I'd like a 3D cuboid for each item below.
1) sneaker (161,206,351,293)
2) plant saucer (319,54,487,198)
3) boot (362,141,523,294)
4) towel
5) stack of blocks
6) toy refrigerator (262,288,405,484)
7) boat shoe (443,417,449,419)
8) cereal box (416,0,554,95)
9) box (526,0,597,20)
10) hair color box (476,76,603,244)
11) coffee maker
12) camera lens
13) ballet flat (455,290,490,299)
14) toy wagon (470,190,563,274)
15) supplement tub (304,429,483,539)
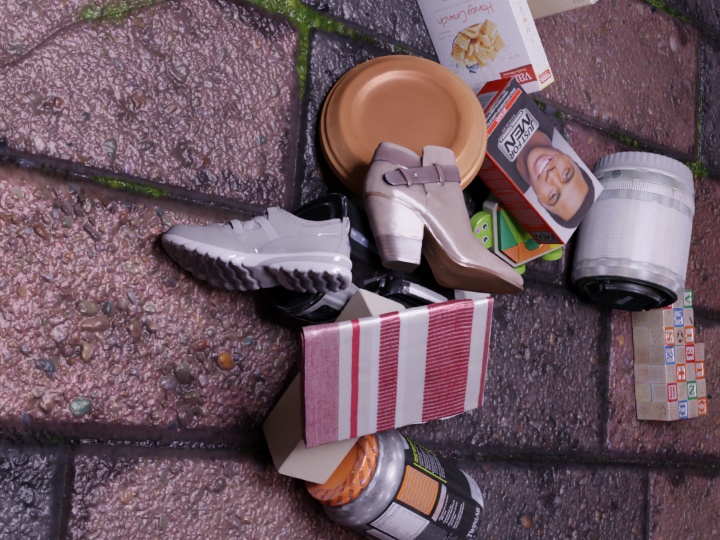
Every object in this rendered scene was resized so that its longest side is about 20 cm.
[{"bbox_3d":[-0.103,-0.027,1.095,0.075,0.199,0.082,89,9,-63],"label":"sneaker"},{"bbox_3d":[0.052,-0.169,1.243,0.199,0.037,0.201,1,69,-4],"label":"plant saucer"},{"bbox_3d":[0.094,-0.061,1.167,0.199,0.070,0.147,15,65,-28],"label":"boot"},{"bbox_3d":[0.035,0.099,1.069,0.199,0.023,0.145,-10,125,-17],"label":"towel"},{"bbox_3d":[0.487,0.131,1.682,0.115,0.058,0.201,0,87,-43],"label":"stack of blocks"},{"bbox_3d":[-0.018,0.125,1.129,0.070,0.076,0.200,21,114,-32],"label":"toy refrigerator"},{"bbox_3d":[0.059,0.155,1.281,0.199,0.068,0.072,11,79,-42],"label":"boat shoe"},{"bbox_3d":[0.149,-0.312,1.353,0.039,0.144,0.201,-35,109,-38],"label":"cereal box"},{"bbox_3d":[0.222,-0.377,1.385,0.078,0.200,0.095,-41,113,-37],"label":"box"},{"bbox_3d":[0.209,-0.135,1.345,0.200,0.061,0.102,45,71,-24],"label":"hair color box"},{"bbox_3d":[0.000,0.000,1.218,0.200,0.135,0.193,33,28,-37],"label":"coffee maker"},{"bbox_3d":[0.395,-0.051,1.545,0.160,0.160,0.201,24,71,-39],"label":"camera lens"},{"bbox_3d":[0.126,-0.002,1.355,0.068,0.068,0.201,-30,106,-23],"label":"ballet flat"},{"bbox_3d":[0.213,-0.069,1.427,0.199,0.040,0.156,-21,120,-28],"label":"toy wagon"},{"bbox_3d":[0.038,0.252,1.219,0.200,0.122,0.123,36,63,-34],"label":"supplement tub"}]
